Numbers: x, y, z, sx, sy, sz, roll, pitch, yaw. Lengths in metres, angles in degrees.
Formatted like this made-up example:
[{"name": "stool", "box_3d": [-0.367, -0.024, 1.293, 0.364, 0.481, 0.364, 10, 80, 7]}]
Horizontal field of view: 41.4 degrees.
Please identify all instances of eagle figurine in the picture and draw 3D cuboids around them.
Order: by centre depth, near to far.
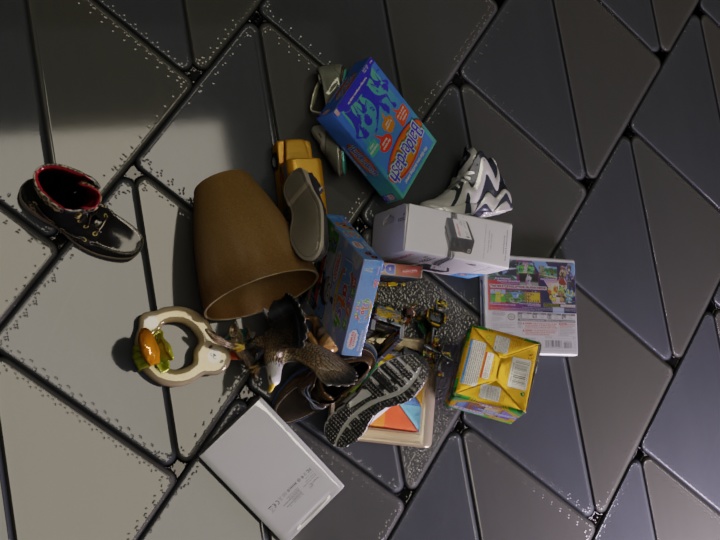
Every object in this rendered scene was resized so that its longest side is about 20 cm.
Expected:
[{"name": "eagle figurine", "box_3d": [-0.108, 0.116, 1.439, 0.152, 0.200, 0.151, 1, 76, -55]}]

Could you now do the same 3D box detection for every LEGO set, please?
[{"name": "LEGO set", "box_3d": [0.073, 0.084, 1.573, 0.200, 0.116, 0.154, 26, 54, -10]}]

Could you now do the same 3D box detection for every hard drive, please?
[{"name": "hard drive", "box_3d": [-0.140, 0.316, 1.507, 0.132, 0.026, 0.200, -43, 100, -9]}]

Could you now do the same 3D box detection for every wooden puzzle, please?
[{"name": "wooden puzzle", "box_3d": [0.044, 0.199, 1.612, 0.200, 0.037, 0.185, 10, 78, -22]}]

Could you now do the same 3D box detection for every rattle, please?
[{"name": "rattle", "box_3d": [-0.240, 0.111, 1.452, 0.200, 0.143, 0.130, 13, 59, -15]}]

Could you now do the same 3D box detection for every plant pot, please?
[{"name": "plant pot", "box_3d": [-0.186, -0.049, 1.487, 0.186, 0.186, 0.200, -15, 75, -24]}]

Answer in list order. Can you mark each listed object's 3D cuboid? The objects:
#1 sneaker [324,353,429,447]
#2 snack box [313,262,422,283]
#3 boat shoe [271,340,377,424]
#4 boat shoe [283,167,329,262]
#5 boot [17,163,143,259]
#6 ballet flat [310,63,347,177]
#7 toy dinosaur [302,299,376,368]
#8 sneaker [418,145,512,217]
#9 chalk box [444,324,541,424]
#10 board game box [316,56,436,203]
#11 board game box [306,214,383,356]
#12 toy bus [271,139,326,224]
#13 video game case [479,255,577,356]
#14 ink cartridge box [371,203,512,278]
[{"name": "sneaker", "box_3d": [0.023, 0.197, 1.520, 0.200, 0.080, 0.074, -38, 93, 6]}, {"name": "snack box", "box_3d": [0.000, 0.000, 1.604, 0.200, 0.072, 0.024, 5, 79, -23]}, {"name": "boat shoe", "box_3d": [-0.063, 0.182, 1.506, 0.200, 0.072, 0.072, -39, 98, 11]}, {"name": "boat shoe", "box_3d": [-0.069, -0.081, 1.459, 0.063, 0.073, 0.200, 29, 28, -34]}, {"name": "boot", "box_3d": [-0.403, -0.086, 1.400, 0.200, 0.151, 0.073, 33, 71, -15]}, {"name": "ballet flat", "box_3d": [-0.055, -0.257, 1.634, 0.064, 0.067, 0.200, 0, 80, 4]}, {"name": "toy dinosaur", "box_3d": [-0.055, 0.105, 1.553, 0.106, 0.060, 0.200, 21, 111, -1]}, {"name": "sneaker", "box_3d": [0.177, -0.157, 1.701, 0.199, 0.079, 0.130, -9, 84, -24]}, {"name": "chalk box", "box_3d": [0.218, 0.182, 1.614, 0.124, 0.200, 0.125, 15, 75, 3]}, {"name": "board game box", "box_3d": [0.032, -0.239, 1.627, 0.200, 0.045, 0.152, 48, 53, -27]}, {"name": "board game box", "box_3d": [-0.027, 0.018, 1.444, 0.037, 0.200, 0.152, 6, 109, -22]}, {"name": "toy bus", "box_3d": [-0.098, -0.120, 1.576, 0.065, 0.078, 0.200, -4, 84, -24]}, {"name": "video game case", "box_3d": [0.310, 0.065, 1.756, 0.200, 0.023, 0.183, 3, 81, -22]}, {"name": "ink cartridge box", "box_3d": [0.136, -0.048, 1.629, 0.200, 0.145, 0.084, 10, 80, -22]}]
